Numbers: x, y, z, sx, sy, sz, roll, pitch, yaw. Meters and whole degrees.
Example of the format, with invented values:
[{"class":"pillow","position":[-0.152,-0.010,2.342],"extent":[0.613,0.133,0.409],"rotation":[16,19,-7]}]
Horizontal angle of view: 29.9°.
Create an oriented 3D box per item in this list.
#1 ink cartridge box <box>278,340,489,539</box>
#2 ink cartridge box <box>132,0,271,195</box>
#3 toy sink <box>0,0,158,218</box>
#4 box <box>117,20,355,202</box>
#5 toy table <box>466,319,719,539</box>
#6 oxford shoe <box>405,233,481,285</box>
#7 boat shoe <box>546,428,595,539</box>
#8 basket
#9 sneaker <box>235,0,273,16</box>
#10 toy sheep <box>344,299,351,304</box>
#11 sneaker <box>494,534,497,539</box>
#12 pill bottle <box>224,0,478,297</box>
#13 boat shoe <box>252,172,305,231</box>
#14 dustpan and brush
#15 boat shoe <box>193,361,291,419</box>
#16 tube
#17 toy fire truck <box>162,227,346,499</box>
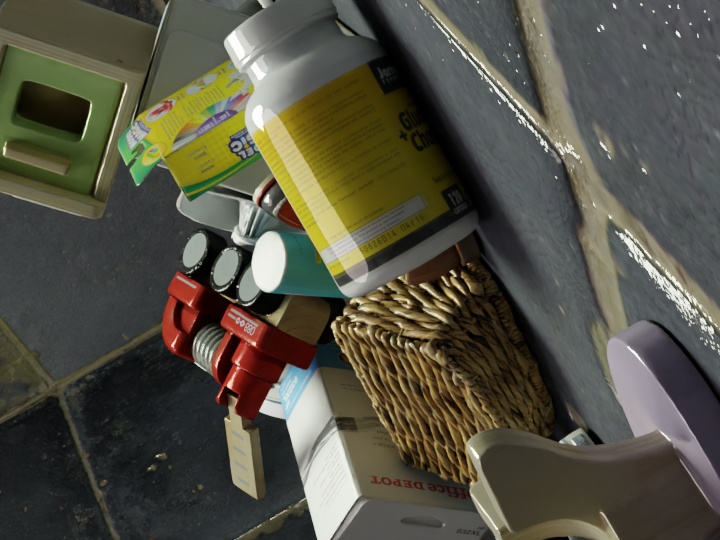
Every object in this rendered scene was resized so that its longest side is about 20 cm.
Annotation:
[{"class":"ink cartridge box","position":[0.021,0.164,1.233],"extent":[0.145,0.084,0.200],"rotation":[13,-144,-27]},{"class":"ink cartridge box","position":[-0.125,-0.157,1.228],"extent":[0.146,0.147,0.200],"rotation":[17,-175,-11]},{"class":"toy sink","position":[-0.268,-0.124,1.172],"extent":[0.130,0.201,0.112],"rotation":[18,-149,-13]},{"class":"box","position":[-0.092,-0.126,1.053],"extent":[0.048,0.199,0.117],"rotation":[62,175,-29]},{"class":"toy table","position":[0.140,0.136,0.695],"extent":[0.201,0.117,0.184],"rotation":[62,175,-14]},{"class":"oxford shoe","position":[0.015,-0.072,1.051],"extent":[0.200,0.071,0.071],"rotation":[59,178,34]},{"class":"boat shoe","position":[0.165,0.192,1.057],"extent":[0.070,0.071,0.201],"rotation":[57,174,36]},{"class":"basket","position":[0.095,0.066,1.098],"extent":[0.142,0.149,0.200],"rotation":[11,142,37]},{"class":"sneaker","position":[-0.091,-0.174,1.378],"extent":[0.201,0.099,0.071],"rotation":[59,174,-8]},{"class":"toy sheep","position":[-0.001,-0.009,1.297],"extent":[0.201,0.137,0.138],"rotation":[67,173,-23]},{"class":"sneaker","position":[0.154,0.228,1.431],"extent":[0.115,0.075,0.201],"rotation":[-137,22,-77]},{"class":"pill bottle","position":[-0.011,-0.091,0.936],"extent":[0.201,0.112,0.112],"rotation":[60,176,-2]},{"class":"boat shoe","position":[-0.012,-0.051,1.122],"extent":[0.200,0.071,0.063],"rotation":[5,-131,-58]},{"class":"dustpan and brush","position":[-0.103,-0.043,1.254],"extent":[0.200,0.139,0.058],"rotation":[-132,56,-80]},{"class":"boat shoe","position":[-0.103,0.077,1.371],"extent":[0.202,0.074,0.086],"rotation":[29,128,42]},{"class":"tube","position":[0.000,0.000,1.175],"extent":[0.199,0.050,0.078],"rotation":[5,-130,-40]},{"class":"toy fire truck","position":[-0.113,0.088,1.238],"extent":[0.128,0.201,0.176],"rotation":[28,179,-37]}]
